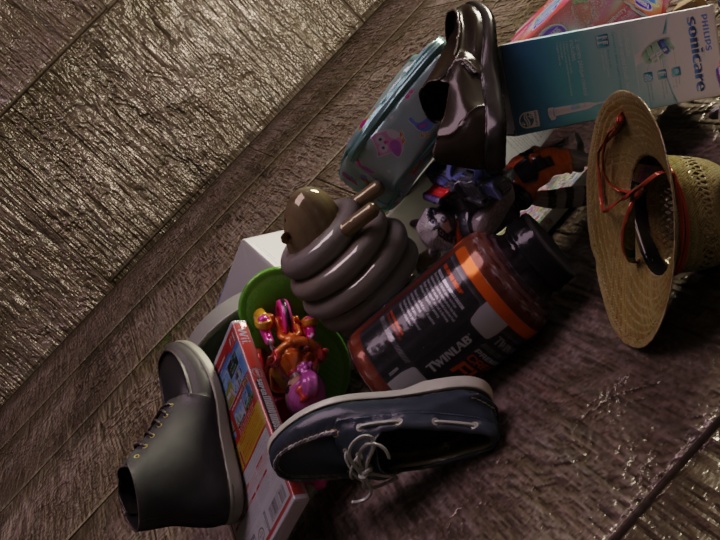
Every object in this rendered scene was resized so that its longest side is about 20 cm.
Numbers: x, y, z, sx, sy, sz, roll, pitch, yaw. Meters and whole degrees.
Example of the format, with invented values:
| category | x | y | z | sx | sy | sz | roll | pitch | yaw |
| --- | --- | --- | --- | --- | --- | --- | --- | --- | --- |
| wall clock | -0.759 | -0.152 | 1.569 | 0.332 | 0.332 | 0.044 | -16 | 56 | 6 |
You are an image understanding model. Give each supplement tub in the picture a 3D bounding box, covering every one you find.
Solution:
| category | x | y | z | sx | sy | sz | roll | pitch | yaw |
| --- | --- | --- | --- | --- | --- | --- | --- | --- | --- |
| supplement tub | 0.092 | 0.039 | 1.010 | 0.200 | 0.107 | 0.107 | -41 | 17 | 15 |

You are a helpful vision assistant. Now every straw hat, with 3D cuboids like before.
| category | x | y | z | sx | sy | sz | roll | pitch | yaw |
| --- | --- | --- | --- | --- | --- | --- | --- | --- | --- |
| straw hat | 0.240 | -0.043 | 0.866 | 0.084 | 0.203 | 0.201 | -3 | 16 | -7 |

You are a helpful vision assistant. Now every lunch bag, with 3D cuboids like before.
| category | x | y | z | sx | sy | sz | roll | pitch | yaw |
| --- | --- | --- | --- | --- | --- | --- | --- | --- | --- |
| lunch bag | 0.050 | -0.147 | 1.155 | 0.161 | 0.077 | 0.200 | -54 | 1 | -6 |

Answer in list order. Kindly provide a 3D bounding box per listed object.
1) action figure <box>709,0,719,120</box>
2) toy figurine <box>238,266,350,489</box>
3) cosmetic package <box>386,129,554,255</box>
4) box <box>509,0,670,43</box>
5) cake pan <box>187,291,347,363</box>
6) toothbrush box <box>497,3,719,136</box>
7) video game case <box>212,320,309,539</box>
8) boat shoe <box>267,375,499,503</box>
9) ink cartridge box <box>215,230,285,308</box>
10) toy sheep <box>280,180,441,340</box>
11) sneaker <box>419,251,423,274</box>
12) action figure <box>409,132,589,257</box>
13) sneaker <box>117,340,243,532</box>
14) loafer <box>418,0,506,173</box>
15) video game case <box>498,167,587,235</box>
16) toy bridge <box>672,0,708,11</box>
| category | x | y | z | sx | sy | sz | roll | pitch | yaw |
| --- | --- | --- | --- | --- | --- | --- | --- | --- | --- |
| action figure | 0.352 | -0.150 | 0.877 | 0.193 | 0.104 | 0.202 | -37 | 43 | 51 |
| toy figurine | -0.055 | 0.120 | 1.108 | 0.149 | 0.202 | 0.184 | -8 | 23 | -16 |
| cosmetic package | 0.125 | -0.114 | 1.281 | 0.200 | 0.085 | 0.108 | -52 | 6 | -32 |
| box | 0.257 | -0.278 | 1.336 | 0.200 | 0.094 | 0.103 | -39 | 15 | 50 |
| cake pan | -0.109 | 0.093 | 1.241 | 0.200 | 0.200 | 0.037 | -44 | 49 | 7 |
| toothbrush box | 0.220 | -0.186 | 1.079 | 0.198 | 0.086 | 0.146 | -10 | 8 | -2 |
| video game case | -0.106 | 0.169 | 1.070 | 0.144 | 0.017 | 0.201 | -63 | 39 | 40 |
| boat shoe | 0.018 | 0.144 | 0.940 | 0.198 | 0.075 | 0.062 | -12 | 40 | 7 |
| ink cartridge box | -0.067 | 0.013 | 1.323 | 0.199 | 0.068 | 0.116 | -15 | -42 | -51 |
| toy sheep | 0.000 | 0.000 | 1.094 | 0.138 | 0.200 | 0.138 | -37 | 17 | 13 |
| sneaker | 0.041 | -0.020 | 1.307 | 0.076 | 0.076 | 0.200 | -62 | 1 | 39 |
| action figure | 0.139 | -0.067 | 1.049 | 0.192 | 0.105 | 0.200 | -26 | 15 | 1 |
| sneaker | -0.185 | 0.150 | 1.083 | 0.075 | 0.105 | 0.201 | -61 | 40 | 41 |
| loafer | 0.085 | -0.166 | 0.995 | 0.071 | 0.073 | 0.201 | -3 | 45 | 2 |
| video game case | 0.153 | -0.039 | 1.207 | 0.200 | 0.018 | 0.143 | -48 | 17 | -7 |
| toy bridge | 0.308 | -0.216 | 1.228 | 0.201 | 0.027 | 0.067 | -54 | 16 | -26 |
